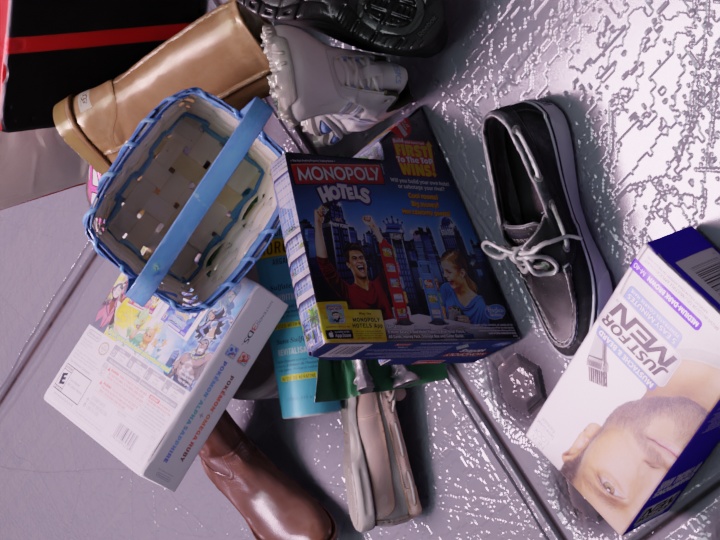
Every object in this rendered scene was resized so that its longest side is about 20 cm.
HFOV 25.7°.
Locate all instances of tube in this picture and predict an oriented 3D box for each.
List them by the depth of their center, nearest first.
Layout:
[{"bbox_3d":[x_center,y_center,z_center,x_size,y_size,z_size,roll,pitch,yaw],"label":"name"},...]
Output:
[{"bbox_3d":[-0.054,0.023,1.337,0.077,0.050,0.201,-9,87,13],"label":"tube"}]

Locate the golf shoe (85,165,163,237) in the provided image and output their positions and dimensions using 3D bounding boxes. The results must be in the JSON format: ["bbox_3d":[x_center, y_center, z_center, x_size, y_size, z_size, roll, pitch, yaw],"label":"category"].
[{"bbox_3d":[-0.224,-0.103,1.503,0.092,0.072,0.201,-6,98,64],"label":"golf shoe"}]

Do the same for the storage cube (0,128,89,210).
[{"bbox_3d":[-0.374,-0.180,1.565,0.179,0.200,0.172,33,124,27],"label":"storage cube"}]

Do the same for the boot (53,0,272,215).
[{"bbox_3d":[-0.141,-0.134,1.379,0.199,0.175,0.066,-25,53,18],"label":"boot"}]

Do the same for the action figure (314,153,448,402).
[{"bbox_3d":[0.000,0.000,1.301,0.055,0.117,0.201,141,118,-65],"label":"action figure"}]

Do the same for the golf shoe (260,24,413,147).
[{"bbox_3d":[-0.016,-0.150,1.200,0.097,0.200,0.079,-13,85,12],"label":"golf shoe"}]

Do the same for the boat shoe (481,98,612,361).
[{"bbox_3d":[0.133,-0.025,1.167,0.073,0.068,0.201,-1,101,47],"label":"boat shoe"}]

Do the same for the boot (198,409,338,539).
[{"bbox_3d":[-0.117,0.160,1.422,0.186,0.064,0.200,27,153,41],"label":"boot"}]

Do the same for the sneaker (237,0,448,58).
[{"bbox_3d":[-0.021,-0.208,1.229,0.199,0.091,0.076,27,89,17],"label":"sneaker"}]

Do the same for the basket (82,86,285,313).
[{"bbox_3d":[-0.130,-0.058,1.241,0.139,0.200,0.177,36,89,-6],"label":"basket"}]

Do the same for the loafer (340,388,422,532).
[{"bbox_3d":[0.014,0.122,1.356,0.072,0.062,0.201,-154,59,-77],"label":"loafer"}]

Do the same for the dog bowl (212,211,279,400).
[{"bbox_3d":[-0.103,0.027,1.441,0.199,0.058,0.201,18,115,43],"label":"dog bowl"}]

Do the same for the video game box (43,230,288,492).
[{"bbox_3d":[-0.171,0.071,1.353,0.200,0.047,0.183,25,84,52],"label":"video game box"}]

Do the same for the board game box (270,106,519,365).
[{"bbox_3d":[0.013,-0.030,1.231,0.062,0.199,0.201,-31,65,45],"label":"board game box"}]

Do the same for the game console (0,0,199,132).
[{"bbox_3d":[-0.231,-0.216,1.393,0.031,0.199,0.178,38,128,42],"label":"game console"}]

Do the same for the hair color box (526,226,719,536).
[{"bbox_3d":[0.210,0.081,1.124,0.109,0.065,0.201,46,133,26],"label":"hair color box"}]
